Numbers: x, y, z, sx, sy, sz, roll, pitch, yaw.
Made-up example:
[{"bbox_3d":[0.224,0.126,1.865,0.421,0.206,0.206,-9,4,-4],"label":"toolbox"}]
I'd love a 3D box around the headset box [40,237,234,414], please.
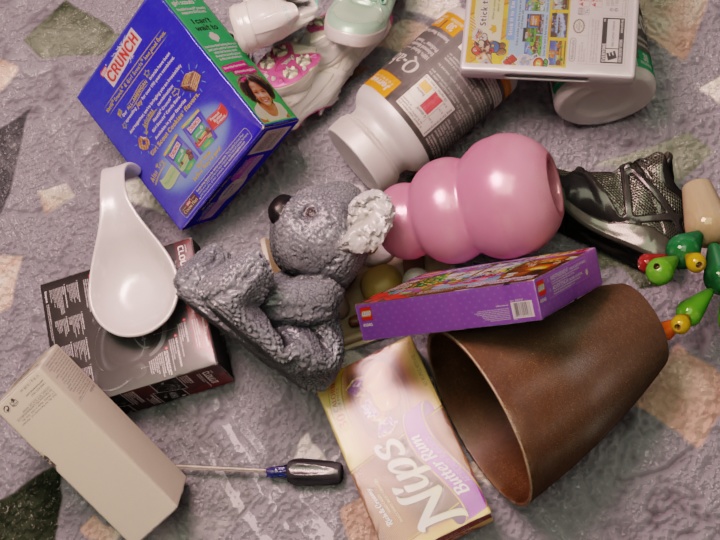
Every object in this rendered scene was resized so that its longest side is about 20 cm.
[{"bbox_3d":[-0.233,0.065,1.306,0.197,0.077,0.151,-17,69,2],"label":"headset box"}]

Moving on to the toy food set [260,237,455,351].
[{"bbox_3d":[0.000,0.000,1.298,0.197,0.061,0.146,-18,70,2],"label":"toy food set"}]

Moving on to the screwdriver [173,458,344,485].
[{"bbox_3d":[-0.114,0.213,1.263,0.196,0.028,0.030,-4,99,10],"label":"screwdriver"}]

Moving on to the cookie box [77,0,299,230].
[{"bbox_3d":[-0.192,-0.180,1.325,0.201,0.075,0.171,51,120,9],"label":"cookie box"}]

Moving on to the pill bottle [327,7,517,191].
[{"bbox_3d":[0.067,-0.183,1.320,0.199,0.117,0.117,-41,70,-6],"label":"pill bottle"}]

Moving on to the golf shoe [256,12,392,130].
[{"bbox_3d":[-0.039,-0.237,1.386,0.199,0.092,0.075,-37,51,-27],"label":"golf shoe"}]

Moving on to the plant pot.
[{"bbox_3d":[0.196,0.097,1.182,0.198,0.188,0.188,-27,68,-14],"label":"plant pot"}]

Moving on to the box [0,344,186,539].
[{"bbox_3d":[-0.270,0.176,1.219,0.068,0.082,0.200,-40,100,8],"label":"box"}]

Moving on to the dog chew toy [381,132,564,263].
[{"bbox_3d":[0.103,-0.064,1.219,0.197,0.124,0.127,-12,69,21],"label":"dog chew toy"}]

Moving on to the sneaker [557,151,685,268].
[{"bbox_3d":[0.260,-0.086,1.278,0.197,0.076,0.115,25,74,15],"label":"sneaker"}]

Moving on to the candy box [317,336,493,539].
[{"bbox_3d":[0.043,0.185,1.230,0.115,0.057,0.202,-24,68,0],"label":"candy box"}]

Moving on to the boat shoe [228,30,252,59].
[{"bbox_3d":[-0.228,-0.246,1.417,0.197,0.067,0.075,-17,69,3],"label":"boat shoe"}]

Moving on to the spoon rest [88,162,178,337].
[{"bbox_3d":[-0.246,-0.026,1.267,0.098,0.061,0.203,-16,67,5],"label":"spoon rest"}]

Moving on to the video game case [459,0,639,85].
[{"bbox_3d":[0.202,-0.293,1.264,0.179,0.023,0.203,4,73,10],"label":"video game case"}]

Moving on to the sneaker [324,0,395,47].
[{"bbox_3d":[0.011,-0.338,1.338,0.073,0.119,0.202,15,44,10],"label":"sneaker"}]

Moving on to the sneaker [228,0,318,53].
[{"bbox_3d":[-0.088,-0.294,1.359,0.087,0.201,0.076,-17,112,10],"label":"sneaker"}]

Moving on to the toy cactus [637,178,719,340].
[{"bbox_3d":[0.353,-0.008,1.204,0.197,0.102,0.168,4,61,-20],"label":"toy cactus"}]

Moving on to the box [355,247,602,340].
[{"bbox_3d":[0.112,0.022,1.143,0.198,0.136,0.040,-9,97,36],"label":"box"}]

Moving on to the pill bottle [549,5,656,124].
[{"bbox_3d":[0.252,-0.274,1.322,0.111,0.113,0.203,-9,70,6],"label":"pill bottle"}]

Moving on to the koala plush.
[{"bbox_3d":[-0.054,-0.005,1.207,0.183,0.177,0.201,40,78,-19],"label":"koala plush"}]
